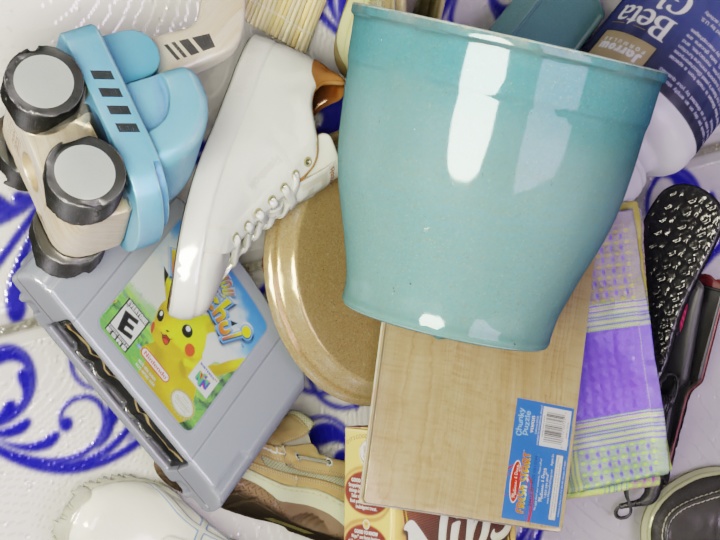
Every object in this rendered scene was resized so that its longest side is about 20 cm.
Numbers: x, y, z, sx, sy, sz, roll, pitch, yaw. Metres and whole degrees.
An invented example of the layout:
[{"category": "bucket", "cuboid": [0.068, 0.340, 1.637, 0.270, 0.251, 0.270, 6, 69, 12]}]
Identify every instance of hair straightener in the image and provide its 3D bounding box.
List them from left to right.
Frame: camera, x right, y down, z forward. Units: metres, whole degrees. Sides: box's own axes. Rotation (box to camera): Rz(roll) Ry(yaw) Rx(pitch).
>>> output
[{"category": "hair straightener", "cuboid": [0.223, 0.097, 1.809, 0.077, 0.041, 0.200, 7, 104, -52]}]

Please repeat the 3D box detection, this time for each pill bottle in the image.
[{"category": "pill bottle", "cuboid": [0.213, -0.139, 1.693, 0.200, 0.111, 0.111, -51, 126, -16]}]

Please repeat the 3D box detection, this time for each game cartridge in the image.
[{"category": "game cartridge", "cuboid": [-0.120, 0.036, 1.492, 0.200, 0.040, 0.133, 52, 45, -20]}]

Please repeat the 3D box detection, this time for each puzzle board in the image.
[{"category": "puzzle board", "cuboid": [0.078, 0.065, 1.569, 0.150, 0.017, 0.200, 11, 82, -25]}]

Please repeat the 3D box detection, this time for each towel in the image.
[{"category": "towel", "cuboid": [0.143, 0.057, 1.624, 0.143, 0.023, 0.200, -5, 90, -26]}]

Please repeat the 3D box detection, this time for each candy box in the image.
[{"category": "candy box", "cuboid": [0.047, 0.203, 1.610, 0.117, 0.056, 0.200, -2, 91, -40]}]

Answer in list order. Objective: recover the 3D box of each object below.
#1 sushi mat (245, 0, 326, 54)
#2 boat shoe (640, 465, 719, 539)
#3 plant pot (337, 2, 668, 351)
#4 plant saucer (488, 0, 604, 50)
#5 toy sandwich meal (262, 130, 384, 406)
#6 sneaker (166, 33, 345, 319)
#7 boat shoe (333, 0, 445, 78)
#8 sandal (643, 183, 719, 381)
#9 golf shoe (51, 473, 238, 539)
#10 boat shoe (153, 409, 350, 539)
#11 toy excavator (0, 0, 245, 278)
[{"category": "sushi mat", "cuboid": [-0.032, -0.249, 1.543, 0.096, 0.012, 0.200, 24, 87, -38]}, {"category": "boat shoe", "cuboid": [0.312, 0.196, 1.884, 0.201, 0.066, 0.072, -4, 105, -36]}, {"category": "plant pot", "cuboid": [0.073, -0.054, 1.471, 0.200, 0.200, 0.188, 7, 98, -38]}, {"category": "plant saucer", "cuboid": [0.110, -0.142, 1.646, 0.200, 0.019, 0.070, -51, 127, -30]}, {"category": "toy sandwich meal", "cuboid": [0.000, 0.000, 1.587, 0.205, 0.070, 0.206, 4, 84, -42]}, {"category": "sneaker", "cuboid": [-0.060, -0.053, 1.475, 0.085, 0.073, 0.200, 19, 66, 0]}, {"category": "boat shoe", "cuboid": [0.041, -0.216, 1.567, 0.073, 0.063, 0.201, 16, 93, -50]}, {"category": "sandal", "cuboid": [0.211, 0.030, 1.765, 0.200, 0.075, 0.045, -61, 167, 1]}, {"category": "golf shoe", "cuboid": [-0.107, 0.196, 1.550, 0.200, 0.097, 0.078, 29, 86, -36]}, {"category": "boat shoe", "cuboid": [-0.057, 0.130, 1.597, 0.200, 0.072, 0.076, 27, 70, -44]}, {"category": "toy excavator", "cuboid": [-0.127, -0.113, 1.435, 0.200, 0.100, 0.195, -18, 70, -22]}]
